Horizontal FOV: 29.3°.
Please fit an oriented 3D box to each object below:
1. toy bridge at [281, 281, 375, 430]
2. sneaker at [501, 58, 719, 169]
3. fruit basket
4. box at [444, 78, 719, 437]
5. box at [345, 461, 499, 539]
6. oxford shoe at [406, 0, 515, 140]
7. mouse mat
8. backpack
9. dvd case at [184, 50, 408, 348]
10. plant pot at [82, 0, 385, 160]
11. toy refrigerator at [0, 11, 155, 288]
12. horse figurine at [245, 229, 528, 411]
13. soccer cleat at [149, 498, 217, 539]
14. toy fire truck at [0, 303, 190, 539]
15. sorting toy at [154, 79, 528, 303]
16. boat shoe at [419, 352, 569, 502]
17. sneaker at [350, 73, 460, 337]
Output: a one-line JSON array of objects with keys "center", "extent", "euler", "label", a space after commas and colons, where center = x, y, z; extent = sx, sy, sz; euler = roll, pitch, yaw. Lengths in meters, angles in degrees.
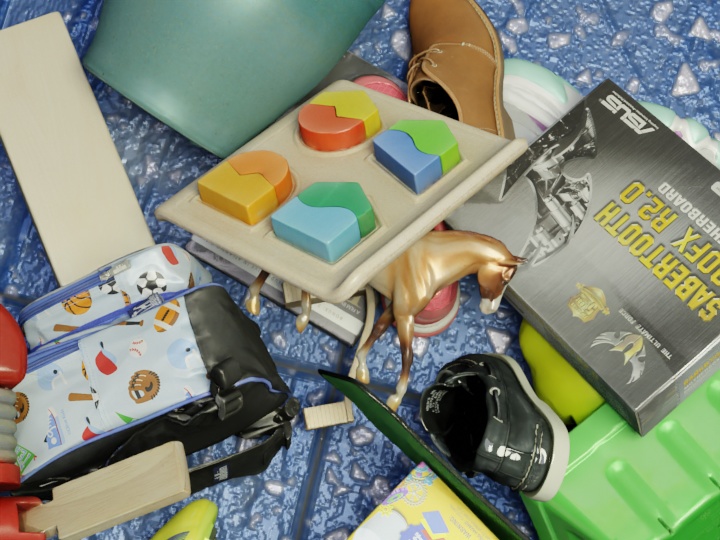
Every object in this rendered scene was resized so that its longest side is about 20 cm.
[{"center": [-0.025, 0.013, 1.011], "extent": [0.066, 0.027, 0.203], "euler": [-9, 79, -3], "label": "toy bridge"}, {"center": [0.167, -0.062, 1.030], "extent": [0.198, 0.078, 0.141], "euler": [19, 79, 13], "label": "sneaker"}, {"center": [0.189, 0.106, 0.963], "extent": [0.213, 0.156, 0.217], "euler": [-12, 49, 14], "label": "fruit basket"}, {"center": [0.177, -0.014, 0.923], "extent": [0.158, 0.048, 0.200], "euler": [-39, 58, -6], "label": "box"}, {"center": [0.042, 0.271, 0.921], "extent": [0.200, 0.122, 0.193], "euler": [44, 81, 8], "label": "box"}, {"center": [0.063, -0.146, 1.017], "extent": [0.071, 0.071, 0.202], "euler": [21, 43, -39], "label": "oxford shoe"}, {"center": [0.054, 0.134, 0.912], "extent": [0.200, 0.161, 0.008], "euler": [44, 81, -7], "label": "mouse mat"}, {"center": [-0.158, 0.079, 0.934], "extent": [0.189, 0.200, 0.155], "euler": [-29, 72, 0], "label": "backpack"}, {"center": [-0.021, -0.064, 1.051], "extent": [0.148, 0.016, 0.201], "euler": [29, 78, 5], "label": "dvd case"}, {"center": [-0.097, -0.190, 0.997], "extent": [0.199, 0.200, 0.189], "euler": [33, 92, 6], "label": "plant pot"}, {"center": [-0.221, -0.081, 1.025], "extent": [0.075, 0.070, 0.202], "euler": [-22, 79, -13], "label": "toy refrigerator"}, {"center": [0.000, 0.000, 0.939], "extent": [0.199, 0.050, 0.134], "euler": [34, 106, 26], "label": "horse figurine"}, {"center": [-0.171, 0.238, 0.953], "extent": [0.083, 0.065, 0.201], "euler": [31, 78, 8], "label": "soccer cleat"}, {"center": [-0.216, 0.098, 0.814], "extent": [0.198, 0.128, 0.178], "euler": [6, 69, -30], "label": "toy fire truck"}, {"center": [-0.017, -0.066, 0.915], "extent": [0.199, 0.037, 0.185], "euler": [21, 49, 41], "label": "sorting toy"}, {"center": [0.073, 0.097, 0.923], "extent": [0.065, 0.199, 0.075], "euler": [14, 103, -17], "label": "boat shoe"}, {"center": [0.035, -0.057, 0.998], "extent": [0.073, 0.087, 0.202], "euler": [-14, 78, -6], "label": "sneaker"}]
